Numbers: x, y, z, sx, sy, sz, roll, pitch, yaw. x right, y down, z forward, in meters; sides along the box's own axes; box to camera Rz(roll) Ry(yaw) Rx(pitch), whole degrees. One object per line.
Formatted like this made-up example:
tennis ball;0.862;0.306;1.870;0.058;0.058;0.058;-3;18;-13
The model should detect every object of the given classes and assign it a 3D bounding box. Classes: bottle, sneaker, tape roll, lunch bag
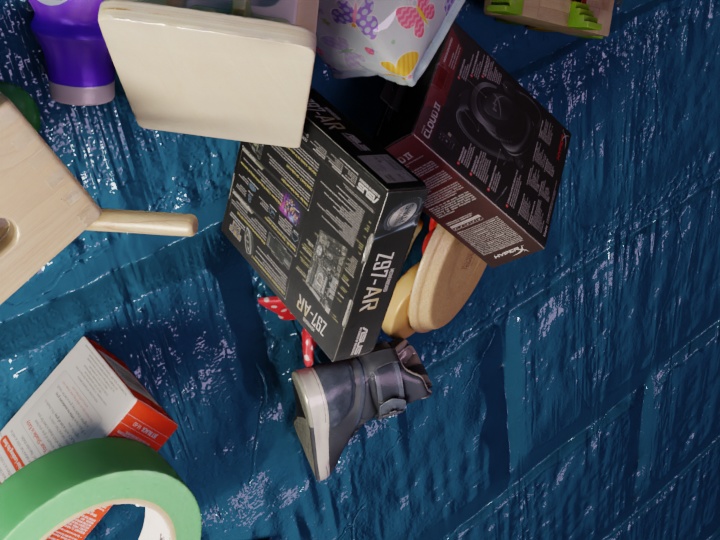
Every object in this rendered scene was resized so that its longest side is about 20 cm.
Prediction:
bottle;-0.195;-0.217;0.621;0.065;0.083;0.202;-40;143;-55
sneaker;0.003;0.149;0.972;0.145;0.077;0.203;-20;150;-17
tape roll;-0.224;0.232;0.726;0.199;0.048;0.202;-24;130;-32
lunch bag;0.014;-0.282;0.738;0.170;0.126;0.201;44;71;-45

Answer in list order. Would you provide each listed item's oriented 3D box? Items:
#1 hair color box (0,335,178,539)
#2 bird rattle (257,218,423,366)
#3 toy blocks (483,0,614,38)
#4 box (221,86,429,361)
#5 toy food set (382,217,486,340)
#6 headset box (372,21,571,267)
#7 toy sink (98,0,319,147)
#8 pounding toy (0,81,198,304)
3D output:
hair color box;-0.261;0.170;0.770;0.200;0.111;0.064;-49;138;-7
bird rattle;0.000;0.000;0.918;0.162;0.112;0.202;-4;121;-58
toy blocks;0.201;-0.319;0.923;0.199;0.099;0.138;-3;104;-41
box;-0.040;-0.049;0.758;0.043;0.200;0.162;-8;129;-37
toy food set;0.098;-0.021;0.987;0.197;0.048;0.202;-24;136;-58
headset box;0.101;-0.124;0.865;0.199;0.077;0.150;35;56;-24
toy sink;-0.094;-0.173;0.619;0.129;0.200;0.113;6;80;-5
pounding toy;-0.253;-0.043;0.599;0.200;0.184;0.143;-44;136;-13
